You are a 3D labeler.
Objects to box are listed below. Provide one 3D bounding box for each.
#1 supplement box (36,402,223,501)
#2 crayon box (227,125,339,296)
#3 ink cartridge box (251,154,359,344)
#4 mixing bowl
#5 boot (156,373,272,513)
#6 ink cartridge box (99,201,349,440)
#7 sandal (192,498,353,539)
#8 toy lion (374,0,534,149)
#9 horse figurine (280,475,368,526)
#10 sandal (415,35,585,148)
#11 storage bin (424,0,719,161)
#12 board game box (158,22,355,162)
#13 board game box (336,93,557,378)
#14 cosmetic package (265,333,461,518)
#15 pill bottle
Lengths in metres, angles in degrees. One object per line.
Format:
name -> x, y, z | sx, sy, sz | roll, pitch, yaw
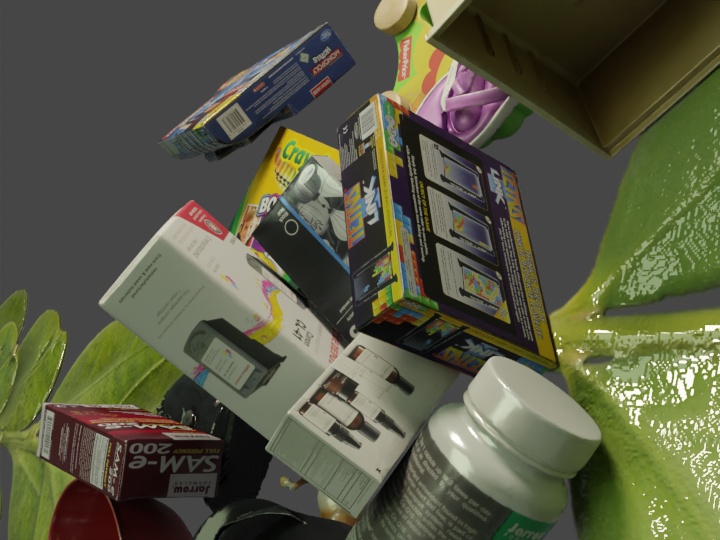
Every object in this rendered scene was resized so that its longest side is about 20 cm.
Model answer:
supplement box -> -0.236, 0.179, 1.055 | 0.200, 0.109, 0.061 | 7, 90, 51
crayon box -> -0.065, -0.051, 1.119 | 0.200, 0.058, 0.173 | 31, 96, 56
ink cartridge box -> 0.000, 0.000, 0.923 | 0.200, 0.039, 0.099 | 45, 111, 17
mixing bowl -> -0.234, 0.309, 1.068 | 0.200, 0.108, 0.200 | -11, 76, 53
boot -> -0.140, 0.133, 1.092 | 0.168, 0.076, 0.200 | 35, 105, 52
ink cartridge box -> -0.108, 0.044, 0.910 | 0.086, 0.200, 0.148 | -49, 9, 11
sandal -> -0.075, 0.227, 0.880 | 0.200, 0.043, 0.076 | -10, 58, 41
toy lion -> 0.099, -0.201, 0.993 | 0.192, 0.069, 0.200 | -19, 56, 39
horse figurine -> -0.029, 0.206, 0.922 | 0.133, 0.050, 0.200 | -32, 45, 47
sandal -> 0.109, -0.172, 0.901 | 0.203, 0.050, 0.082 | -42, 51, 15
storage bin -> 0.177, -0.213, 0.762 | 0.199, 0.200, 0.094 | -43, 38, 30
board game box -> -0.134, -0.194, 1.242 | 0.200, 0.062, 0.200 | -44, 18, -22
board game box -> 0.065, -0.022, 0.826 | 0.057, 0.165, 0.200 | -36, 44, 35
cosmetic package -> 0.019, 0.089, 0.794 | 0.200, 0.083, 0.051 | -45, -10, -51
pill bottle -> 0.074, 0.167, 0.746 | 0.200, 0.113, 0.113 | -57, 35, 14
